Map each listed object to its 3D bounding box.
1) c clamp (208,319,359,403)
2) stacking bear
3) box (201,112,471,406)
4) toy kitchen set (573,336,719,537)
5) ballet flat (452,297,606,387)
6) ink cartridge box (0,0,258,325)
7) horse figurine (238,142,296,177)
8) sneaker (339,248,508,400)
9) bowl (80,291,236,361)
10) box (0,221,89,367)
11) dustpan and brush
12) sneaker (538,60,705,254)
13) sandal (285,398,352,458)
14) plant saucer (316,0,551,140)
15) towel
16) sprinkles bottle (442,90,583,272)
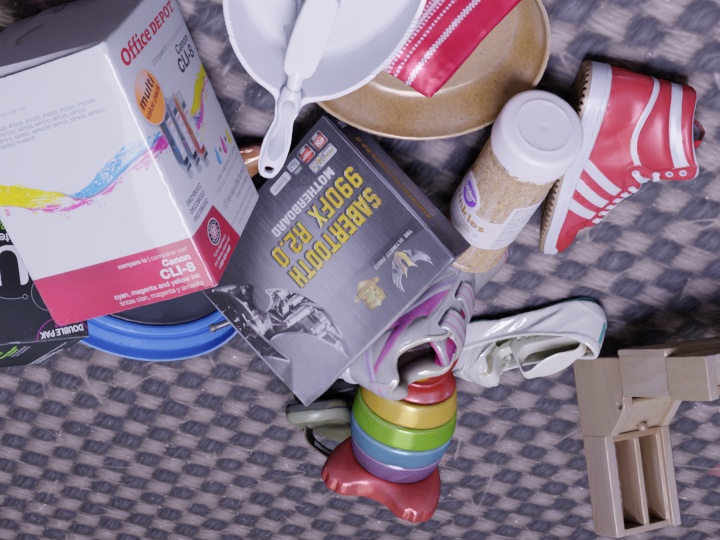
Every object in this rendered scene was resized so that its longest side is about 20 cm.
[{"bbox_3d":[-0.044,0.076,1.310,0.169,0.027,0.201,-21,140,1],"label":"c clamp"},{"bbox_3d":[0.047,0.124,1.280,0.120,0.114,0.201,20,122,10],"label":"stacking bear"},{"bbox_3d":[-0.030,-0.009,1.095,0.159,0.048,0.200,48,117,6],"label":"box"},{"bbox_3d":[0.334,0.155,1.241,0.162,0.182,0.200,-6,178,-26],"label":"toy kitchen set"},{"bbox_3d":[0.147,0.079,1.287,0.198,0.070,0.070,-16,138,23],"label":"ballet flat"},{"bbox_3d":[-0.189,-0.092,0.980,0.143,0.146,0.201,-13,118,19],"label":"ink cartridge box"},{"bbox_3d":[-0.165,-0.082,1.114,0.198,0.050,0.133,20,135,-18],"label":"horse figurine"},{"bbox_3d":[0.067,0.045,1.169,0.200,0.088,0.082,-44,143,-9],"label":"sneaker"},{"bbox_3d":[-0.208,0.015,1.251,0.198,0.040,0.201,2,142,2],"label":"bowl"},{"bbox_3d":[-0.349,0.006,1.088,0.198,0.150,0.124,-4,168,-35],"label":"box"},{"bbox_3d":[-0.042,-0.148,0.919,0.138,0.058,0.201,13,140,-11],"label":"dustpan and brush"},{"bbox_3d":[0.214,-0.080,1.074,0.111,0.072,0.201,9,140,-1],"label":"sneaker"},{"bbox_3d":[-0.025,0.176,1.394,0.079,0.058,0.201,-15,163,19],"label":"sandal"},{"bbox_3d":[0.044,-0.181,0.986,0.198,0.036,0.201,2,142,1],"label":"plant saucer"},{"bbox_3d":[0.008,-0.207,0.910,0.199,0.023,0.145,24,136,-24],"label":"towel"},{"bbox_3d":[0.117,-0.067,1.068,0.068,0.069,0.200,10,154,-9],"label":"sprinkles bottle"}]
